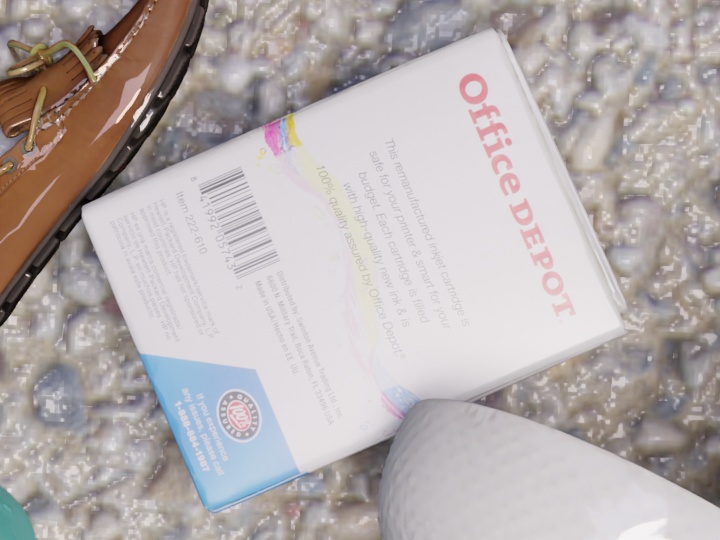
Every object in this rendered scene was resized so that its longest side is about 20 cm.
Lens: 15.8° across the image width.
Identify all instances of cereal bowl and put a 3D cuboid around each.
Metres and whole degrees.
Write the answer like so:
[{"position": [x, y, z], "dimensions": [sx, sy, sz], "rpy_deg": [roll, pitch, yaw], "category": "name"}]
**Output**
[{"position": [0.091, 0.133, 1.046], "dimensions": [0.200, 0.200, 0.084], "rpy_deg": [27, 76, 4], "category": "cereal bowl"}]

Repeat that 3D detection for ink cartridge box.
[{"position": [0.000, 0.000, 1.135], "dimensions": [0.199, 0.085, 0.145], "rpy_deg": [-23, 87, 3], "category": "ink cartridge box"}]

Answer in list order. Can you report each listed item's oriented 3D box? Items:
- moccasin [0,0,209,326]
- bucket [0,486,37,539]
[{"position": [-0.140, -0.064, 1.156], "dimensions": [0.078, 0.074, 0.202], "rpy_deg": [38, 99, -4], "category": "moccasin"}, {"position": [-0.234, 0.161, 1.114], "dimensions": [0.206, 0.135, 0.208], "rpy_deg": [0, 87, 3], "category": "bucket"}]
